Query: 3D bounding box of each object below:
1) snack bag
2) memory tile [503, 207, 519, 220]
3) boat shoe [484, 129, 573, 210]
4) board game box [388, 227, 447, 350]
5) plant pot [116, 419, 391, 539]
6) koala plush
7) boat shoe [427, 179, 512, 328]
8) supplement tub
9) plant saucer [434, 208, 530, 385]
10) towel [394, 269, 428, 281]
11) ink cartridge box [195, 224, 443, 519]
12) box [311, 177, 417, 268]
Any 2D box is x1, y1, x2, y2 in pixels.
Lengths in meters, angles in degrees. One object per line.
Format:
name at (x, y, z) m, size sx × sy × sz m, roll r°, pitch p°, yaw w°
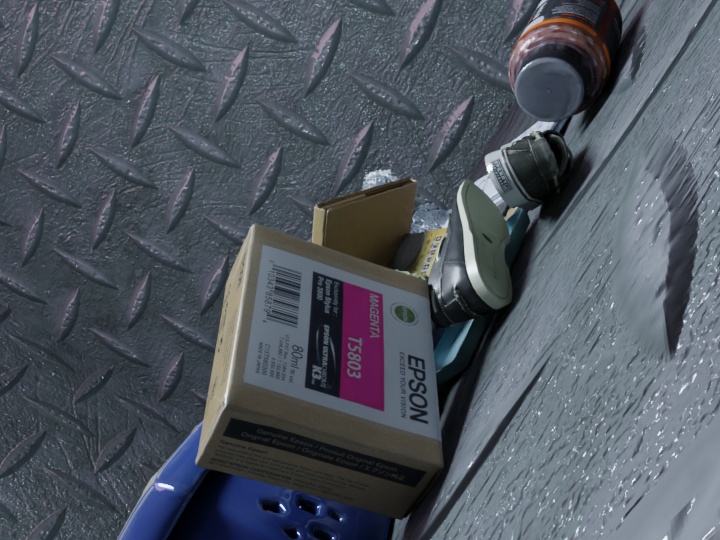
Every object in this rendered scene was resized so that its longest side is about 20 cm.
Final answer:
snack bag at (0.171, -0.114, 1.101) m, size 0.200 × 0.021 × 0.189 m, roll -40°, pitch 10°, yaw 48°
memory tile at (0.136, 0.002, 0.988) m, size 0.200 × 0.017 × 0.153 m, roll -60°, pitch -1°, yaw -37°
boat shoe at (0.169, -0.097, 0.825) m, size 0.064 × 0.071 × 0.200 m, roll -26°, pitch 2°, yaw 19°
board game box at (0.053, 0.049, 0.979) m, size 0.135 × 0.035 × 0.200 m, roll -4°, pitch 59°, yaw 65°
plant pot at (-0.100, 0.238, 0.703) m, size 0.200 × 0.180 × 0.200 m, roll -61°, pitch -1°, yaw 12°
koala plush at (0.068, -0.053, 1.309) m, size 0.177 × 0.200 × 0.184 m, roll -59°, pitch -1°, yaw -25°
boat shoe at (0.096, -0.021, 0.806) m, size 0.068 × 0.072 × 0.200 m, roll -38°, pitch 20°, yaw 28°
supplement tub at (0.223, -0.236, 0.953) m, size 0.107 × 0.107 × 0.200 m, roll -60°, pitch -2°, yaw 40°
plant saucer at (0.114, 0.025, 0.837) m, size 0.200 × 0.019 × 0.070 m, roll -61°, pitch 9°, yaw -34°
towel at (-0.003, 0.066, 0.899) m, size 0.200 × 0.036 × 0.149 m, roll 1°, pitch 92°, yaw 47°
ink cartridge box at (-0.028, 0.072, 0.674) m, size 0.200 × 0.165 × 0.075 m, roll -91°, pitch 23°, yaw -49°
box at (0.000, 0.000, 1.034) m, size 0.163 × 0.021 × 0.200 m, roll -23°, pitch -52°, yaw -45°
